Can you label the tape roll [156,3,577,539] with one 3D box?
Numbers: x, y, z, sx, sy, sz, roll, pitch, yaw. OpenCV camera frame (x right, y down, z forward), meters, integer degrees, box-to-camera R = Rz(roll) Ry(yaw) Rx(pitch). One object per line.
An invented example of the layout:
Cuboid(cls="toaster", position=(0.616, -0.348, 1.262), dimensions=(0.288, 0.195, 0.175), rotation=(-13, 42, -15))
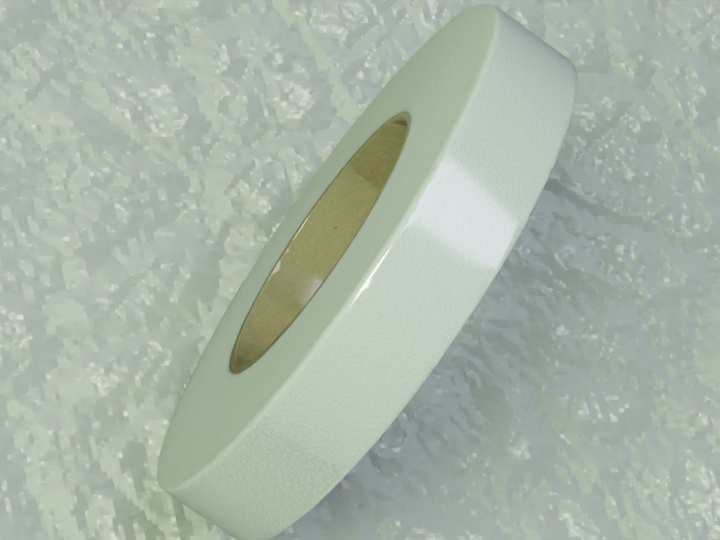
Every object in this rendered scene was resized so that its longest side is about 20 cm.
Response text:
Cuboid(cls="tape roll", position=(0.000, 0.000, 0.856), dimensions=(0.037, 0.203, 0.203), rotation=(34, 51, -12))
